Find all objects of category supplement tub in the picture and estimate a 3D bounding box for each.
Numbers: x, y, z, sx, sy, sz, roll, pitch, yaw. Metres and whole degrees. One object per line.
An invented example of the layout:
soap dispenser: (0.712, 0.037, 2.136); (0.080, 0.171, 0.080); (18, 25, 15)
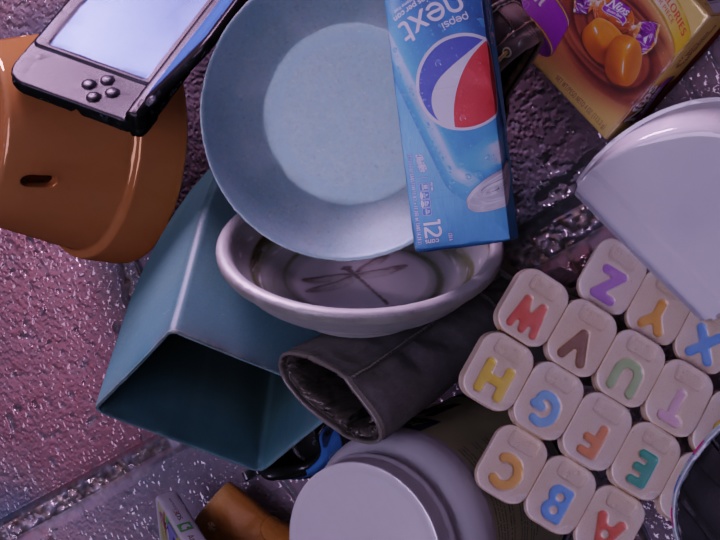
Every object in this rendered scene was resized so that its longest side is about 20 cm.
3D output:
supplement tub: (0.055, 0.173, 1.234); (0.145, 0.200, 0.145); (6, 101, 32)

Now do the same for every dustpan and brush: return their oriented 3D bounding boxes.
dustpan and brush: (0.260, -0.078, 1.149); (0.140, 0.057, 0.200); (45, 122, -2)

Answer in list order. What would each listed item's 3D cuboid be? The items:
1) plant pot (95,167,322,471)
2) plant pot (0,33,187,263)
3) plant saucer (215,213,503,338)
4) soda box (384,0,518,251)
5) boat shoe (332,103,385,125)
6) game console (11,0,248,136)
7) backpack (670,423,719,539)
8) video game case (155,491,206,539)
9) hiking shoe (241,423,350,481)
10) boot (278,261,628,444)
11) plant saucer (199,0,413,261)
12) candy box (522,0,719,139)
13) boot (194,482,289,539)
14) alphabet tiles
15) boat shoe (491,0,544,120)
plant pot: (-0.090, 0.016, 1.295); (0.141, 0.141, 0.200); (-42, 32, 49)
plant pot: (-0.247, -0.106, 1.383); (0.200, 0.140, 0.200); (-1, 89, 55)
plant saucer: (0.000, 0.000, 1.205); (0.200, 0.200, 0.050); (17, 124, 30)
soda box: (0.058, -0.115, 1.109); (0.064, 0.068, 0.200); (-7, 91, 10)
boat shoe: (-0.029, -0.136, 1.286); (0.200, 0.075, 0.062); (39, 138, 49)
game console: (-0.145, -0.209, 1.284); (0.176, 0.200, 0.116); (21, 143, 14)
backpack: (0.306, 0.163, 1.099); (0.200, 0.151, 0.178); (44, 114, 11)
video game case: (-0.122, 0.307, 1.395); (0.182, 0.022, 0.200); (-135, 37, -56)
hiking shoe: (-0.005, 0.102, 1.330); (0.074, 0.087, 0.200); (48, 120, 16)
boot: (0.071, 0.063, 1.204); (0.182, 0.200, 0.073); (23, 120, 30)
plant saucer: (-0.008, -0.107, 1.177); (0.201, 0.039, 0.201); (1, 93, 11)
candy box: (0.150, -0.203, 1.198); (0.200, 0.056, 0.117); (49, 122, 15)
boot: (-0.062, 0.224, 1.398); (0.144, 0.071, 0.201); (50, 124, 16)
alphabet tiles: (0.171, 0.087, 1.169); (0.200, 0.015, 0.196); (32, 81, -7)
boat shoe: (0.075, -0.118, 1.222); (0.060, 0.072, 0.200); (50, 144, 20)
